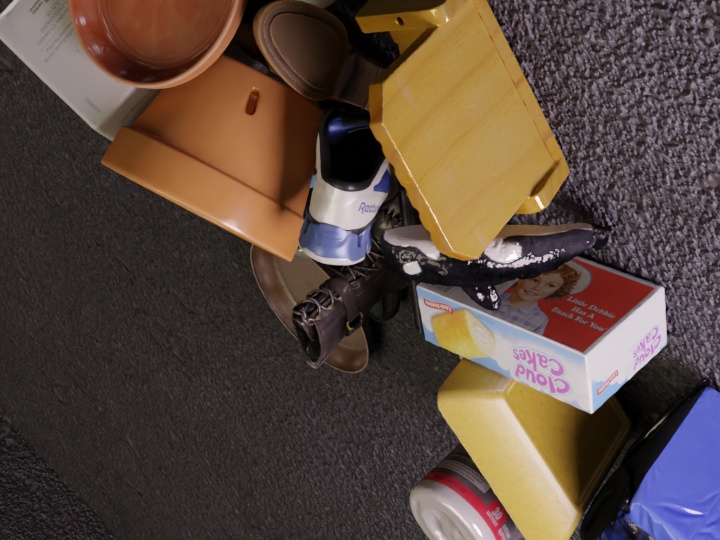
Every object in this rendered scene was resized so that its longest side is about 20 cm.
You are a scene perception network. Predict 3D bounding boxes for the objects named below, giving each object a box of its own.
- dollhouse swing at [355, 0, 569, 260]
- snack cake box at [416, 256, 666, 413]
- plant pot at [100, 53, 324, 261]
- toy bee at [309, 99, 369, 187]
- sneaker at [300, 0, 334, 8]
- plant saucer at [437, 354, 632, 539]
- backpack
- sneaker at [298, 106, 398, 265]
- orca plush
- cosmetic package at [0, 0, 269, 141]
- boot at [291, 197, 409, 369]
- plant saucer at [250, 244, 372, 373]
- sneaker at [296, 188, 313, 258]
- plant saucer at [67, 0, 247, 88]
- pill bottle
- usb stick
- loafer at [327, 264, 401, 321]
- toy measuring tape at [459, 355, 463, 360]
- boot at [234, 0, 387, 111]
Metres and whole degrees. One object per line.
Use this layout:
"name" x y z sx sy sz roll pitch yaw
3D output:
"dollhouse swing" 0.053 -0.119 1.399 0.181 0.176 0.201 7 132 56
"snack cake box" 0.163 0.040 1.487 0.200 0.115 0.067 23 136 40
"plant pot" -0.121 -0.114 1.533 0.199 0.141 0.200 28 179 1
"toy bee" -0.053 -0.144 1.653 0.199 0.109 0.131 12 134 16
"sneaker" -0.110 -0.319 1.509 0.200 0.074 0.118 23 150 30
"plant saucer" 0.179 0.137 1.544 0.048 0.200 0.200 -21 109 42
"backpack" 0.295 0.231 1.497 0.168 0.162 0.200 43 153 7
"sneaker" 0.001 -0.103 1.467 0.080 0.200 0.116 14 125 1
"orca plush" 0.119 -0.004 1.441 0.105 0.199 0.071 -131 36 -67
"cosmetic package" -0.220 -0.222 1.630 0.166 0.167 0.200 42 -178 20
"boot" 0.000 0.000 1.650 0.069 0.174 0.200 36 152 27
"plant saucer" -0.053 0.033 1.954 0.200 0.032 0.201 38 152 24
"sneaker" -0.092 -0.105 1.773 0.200 0.075 0.114 49 158 9
"plant saucer" -0.179 -0.264 1.479 0.199 0.032 0.202 0 90 32
"pill bottle" 0.152 0.196 1.638 0.111 0.200 0.111 38 153 23
"usb stick" 0.057 -0.020 1.528 0.032 0.056 0.201 -4 134 5
"loafer" -0.007 -0.018 1.759 0.068 0.070 0.201 28 147 40
"toy measuring tape" 0.104 0.042 1.639 0.073 0.073 0.201 -7 108 61
"boot" -0.065 -0.211 1.515 0.155 0.077 0.200 29 -170 40
